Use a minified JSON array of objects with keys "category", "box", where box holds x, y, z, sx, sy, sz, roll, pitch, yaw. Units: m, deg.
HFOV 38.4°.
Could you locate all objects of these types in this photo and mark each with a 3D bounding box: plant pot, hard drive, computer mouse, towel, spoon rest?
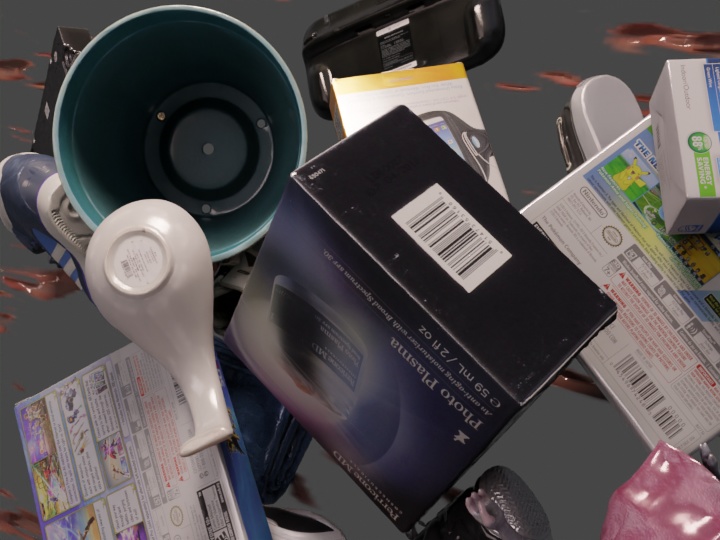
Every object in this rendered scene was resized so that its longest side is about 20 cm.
[{"category":"plant pot","box":[-0.142,-0.108,0.892,0.197,0.188,0.203,0,93,-2]},{"category":"hard drive","box":[-0.290,-0.120,1.033,0.140,0.037,0.201,62,139,36]},{"category":"computer mouse","box":[-0.097,0.219,0.831,0.198,0.044,0.111,5,104,31]},{"category":"towel","box":[-0.131,0.118,0.906,0.199,0.048,0.113,20,84,34]},{"category":"spoon rest","box":[-0.144,0.041,0.777,0.098,0.061,0.202,-23,75,2]}]

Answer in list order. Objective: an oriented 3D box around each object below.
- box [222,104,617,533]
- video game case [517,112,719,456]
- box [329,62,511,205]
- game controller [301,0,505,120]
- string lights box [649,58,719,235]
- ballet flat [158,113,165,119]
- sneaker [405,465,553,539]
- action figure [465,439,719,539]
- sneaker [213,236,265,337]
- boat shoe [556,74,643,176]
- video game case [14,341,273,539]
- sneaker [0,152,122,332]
[{"category":"box","box":[0.029,0.039,0.705,0.200,0.199,0.123,44,52,13]},{"category":"video game case","box":[0.217,0.002,0.705,0.182,0.022,0.201,-36,73,-1]},{"category":"box","box":[0.052,-0.074,0.842,0.118,0.042,0.202,-9,64,-10]},{"category":"game controller","box":[0.035,-0.210,0.944,0.198,0.042,0.106,-18,78,25]},{"category":"string lights box","box":[0.298,-0.083,0.674,0.197,0.059,0.104,-2,68,2]},{"category":"ballet flat","box":[-0.226,-0.131,1.039,0.067,0.075,0.202,-8,68,28]},{"category":"sneaker","box":[0.093,0.246,0.713,0.113,0.075,0.202,-31,56,21]},{"category":"action figure","box":[0.152,0.198,0.635,0.199,0.150,0.134,-32,35,-2]},{"category":"sneaker","box":[-0.100,0.014,0.876,0.200,0.088,0.075,41,124,54]},{"category":"boat shoe","box":[0.194,-0.045,0.771,0.057,0.068,0.202,137,125,-65]},{"category":"video game case","box":[-0.177,0.165,0.826,0.180,0.045,0.202,-27,68,17]},{"category":"sneaker","box":[-0.262,-0.028,0.967,0.146,0.201,0.081,21,61,44]}]
